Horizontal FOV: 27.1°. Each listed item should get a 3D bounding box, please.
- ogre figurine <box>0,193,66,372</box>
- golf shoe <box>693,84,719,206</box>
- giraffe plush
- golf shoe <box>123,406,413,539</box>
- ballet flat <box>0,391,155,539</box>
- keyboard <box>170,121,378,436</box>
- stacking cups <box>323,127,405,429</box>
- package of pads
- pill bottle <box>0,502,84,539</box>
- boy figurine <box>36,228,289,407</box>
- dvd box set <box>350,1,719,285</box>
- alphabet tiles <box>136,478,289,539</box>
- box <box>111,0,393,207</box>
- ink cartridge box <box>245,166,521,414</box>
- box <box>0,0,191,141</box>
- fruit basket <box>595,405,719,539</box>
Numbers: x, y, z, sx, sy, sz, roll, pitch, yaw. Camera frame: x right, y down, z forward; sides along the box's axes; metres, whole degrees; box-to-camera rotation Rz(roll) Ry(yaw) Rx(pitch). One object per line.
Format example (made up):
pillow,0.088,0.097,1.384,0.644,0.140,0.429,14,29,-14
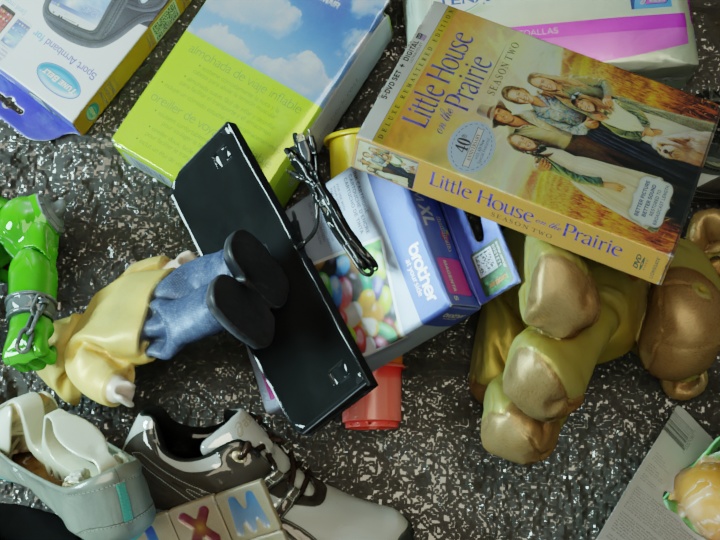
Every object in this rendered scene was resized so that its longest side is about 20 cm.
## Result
ogre figurine,-0.272,0.001,1.001,0.098,0.199,0.121,33,63,-36
golf shoe,0.181,-0.080,1.007,0.198,0.095,0.078,11,54,-2
giraffe plush,0.168,0.028,0.978,0.161,0.173,0.201,10,44,-7
golf shoe,-0.061,0.141,0.959,0.198,0.078,0.095,8,107,1
ballet flat,-0.194,0.109,0.945,0.067,0.199,0.064,-25,121,-32
keyboard,-0.044,-0.008,0.953,0.127,0.021,0.201,-40,72,34
stacking cups,0.010,0.006,1.014,0.060,0.061,0.202,-4,79,0
package of pads,0.127,-0.201,1.049,0.198,0.068,0.156,-5,79,-1
pill bottle,-0.227,0.255,0.917,0.111,0.112,0.202,6,103,2
boy figurine,-0.144,0.043,0.960,0.199,0.064,0.125,-23,35,33
dvd box set,0.111,-0.083,0.918,0.199,0.030,0.147,22,49,8
alphabet tiles,-0.117,0.237,0.948,0.199,0.008,0.168,-21,97,17
box,-0.068,-0.137,1.045,0.121,0.048,0.201,30,81,15
ink cartridge box,0.000,0.000,0.964,0.199,0.042,0.120,-31,68,31
box,-0.200,-0.193,1.069,0.119,0.041,0.200,36,79,7
fruit basket,0.237,0.188,0.915,0.185,0.094,0.200,39,38,7
